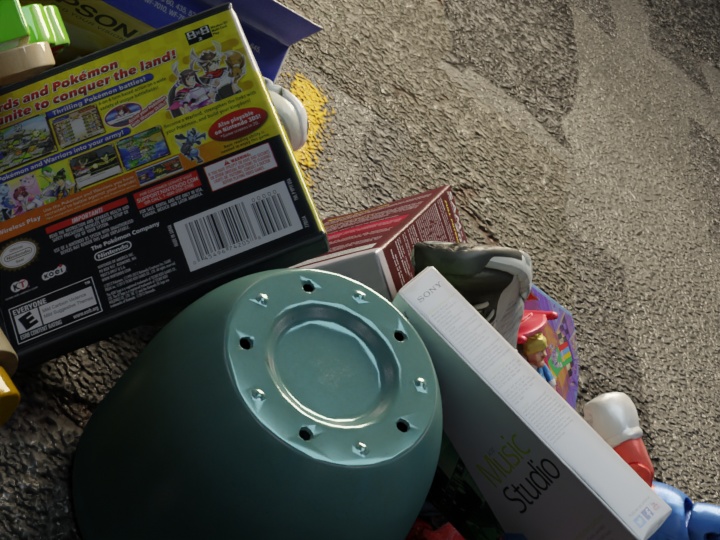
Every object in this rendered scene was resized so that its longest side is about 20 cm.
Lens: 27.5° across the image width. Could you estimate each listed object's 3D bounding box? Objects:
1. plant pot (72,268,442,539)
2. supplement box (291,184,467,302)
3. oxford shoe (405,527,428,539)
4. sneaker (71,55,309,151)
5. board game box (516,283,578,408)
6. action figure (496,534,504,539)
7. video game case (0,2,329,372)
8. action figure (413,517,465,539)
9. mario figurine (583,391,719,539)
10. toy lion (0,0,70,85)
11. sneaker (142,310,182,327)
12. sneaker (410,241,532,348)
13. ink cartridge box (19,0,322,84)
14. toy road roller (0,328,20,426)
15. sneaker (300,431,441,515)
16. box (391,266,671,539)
[{"bbox_3d":[-0.046,0.093,0.838,0.200,0.161,0.201,15,49,-18],"label":"plant pot"},{"bbox_3d":[0.000,0.000,1.042,0.200,0.109,0.061,-44,117,-66],"label":"supplement box"},{"bbox_3d":[0.059,0.240,0.939,0.200,0.071,0.073,55,9,18],"label":"oxford shoe"},{"bbox_3d":[-0.137,-0.103,1.073,0.200,0.075,0.081,6,37,14],"label":"sneaker"},{"bbox_3d":[0.128,0.080,1.131,0.200,0.039,0.158,34,63,-43],"label":"board game box"},{"bbox_3d":[0.045,0.221,0.830,0.134,0.149,0.200,24,52,10],"label":"action figure"},{"bbox_3d":[-0.141,-0.055,0.894,0.026,0.200,0.181,75,-7,-65],"label":"video game case"},{"bbox_3d":[0.114,0.219,1.009,0.200,0.066,0.052,28,-1,4],"label":"action figure"},{"bbox_3d":[0.187,0.153,0.985,0.200,0.124,0.106,18,-6,9],"label":"mario figurine"},{"bbox_3d":[-0.278,-0.126,0.920,0.200,0.192,0.069,-21,96,-19],"label":"toy lion"},{"bbox_3d":[-0.178,-0.033,0.946,0.200,0.104,0.060,60,13,25],"label":"sneaker"},{"bbox_3d":[0.077,0.048,0.979,0.200,0.075,0.116,28,67,-72],"label":"sneaker"},{"bbox_3d":[-0.163,-0.179,1.087,0.197,0.200,0.047,25,71,-29],"label":"ink cartridge box"},{"bbox_3d":[-0.255,0.018,0.752,0.200,0.146,0.123,-9,58,-54],"label":"toy road roller"},{"bbox_3d":[0.054,0.142,1.022,0.200,0.079,0.096,11,25,-29],"label":"sneaker"},{"bbox_3d":[0.078,0.109,0.896,0.036,0.144,0.200,-35,75,-33],"label":"box"}]
